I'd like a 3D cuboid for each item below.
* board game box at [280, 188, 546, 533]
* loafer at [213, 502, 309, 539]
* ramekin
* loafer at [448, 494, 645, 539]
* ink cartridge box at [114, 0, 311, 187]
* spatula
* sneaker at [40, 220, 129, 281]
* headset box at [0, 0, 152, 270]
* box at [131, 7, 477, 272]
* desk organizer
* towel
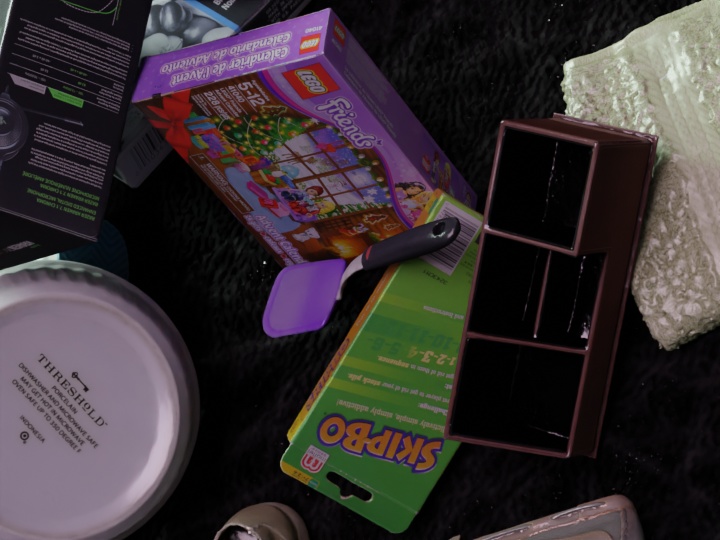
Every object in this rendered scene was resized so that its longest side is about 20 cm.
[{"bbox_3d":[0.037,0.059,1.460,0.095,0.030,0.200,30,93,-13],"label":"board game box"},{"bbox_3d":[-0.070,0.245,1.485,0.075,0.068,0.201,-13,72,27],"label":"loafer"},{"bbox_3d":[-0.200,0.093,1.516,0.202,0.094,0.203,0,90,-11],"label":"ramekin"},{"bbox_3d":[0.080,0.185,1.422,0.199,0.072,0.063,-14,55,20],"label":"loafer"},{"bbox_3d":[-0.163,-0.174,1.610,0.200,0.043,0.198,31,71,32],"label":"ink cartridge box"},{"bbox_3d":[0.000,0.000,1.451,0.200,0.021,0.057,-26,39,54],"label":"spatula"},{"bbox_3d":[-0.209,0.063,1.612,0.081,0.076,0.201,5,84,54],"label":"sneaker"},{"bbox_3d":[-0.220,-0.100,1.463,0.174,0.093,0.201,-11,65,58],"label":"headset box"},{"bbox_3d":[-0.032,-0.074,1.462,0.136,0.200,0.039,-12,51,27],"label":"box"},{"bbox_3d":[0.112,0.011,1.396,0.072,0.077,0.201,16,102,30],"label":"desk organizer"},{"bbox_3d":[0.206,-0.064,1.419,0.148,0.036,0.201,-27,67,23],"label":"towel"}]
